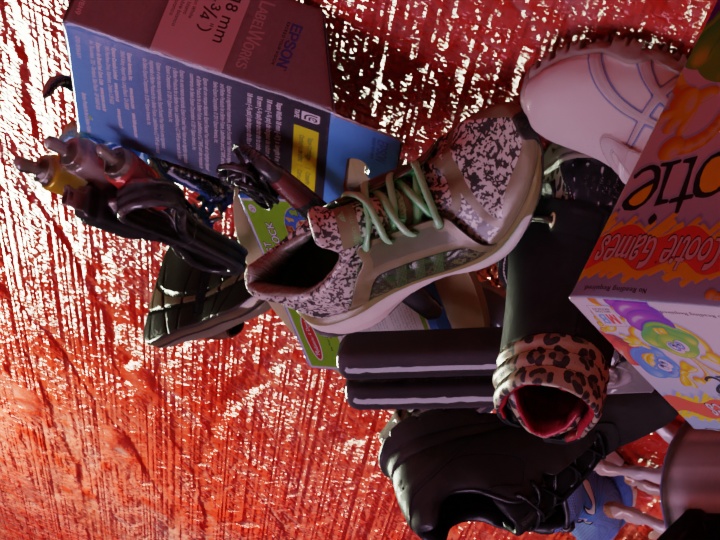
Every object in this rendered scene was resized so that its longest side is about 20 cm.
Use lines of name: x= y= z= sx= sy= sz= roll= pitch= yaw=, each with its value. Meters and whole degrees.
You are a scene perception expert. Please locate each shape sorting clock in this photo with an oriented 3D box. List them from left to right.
shape sorting clock: x=0.000 y=0.000 z=1.504 sx=0.199 sy=0.039 sz=0.201 roll=23 pitch=137 yaw=23

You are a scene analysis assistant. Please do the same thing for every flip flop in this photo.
flip flop: x=-0.097 y=0.017 z=1.696 sx=0.057 sy=0.082 sz=0.200 roll=23 pitch=159 yaw=-30

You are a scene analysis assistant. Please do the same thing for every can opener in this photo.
can opener: x=0.088 y=0.047 z=1.434 sx=0.199 sy=0.067 sz=0.054 roll=-2 pitch=131 yaw=15

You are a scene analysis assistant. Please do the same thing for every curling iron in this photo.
curling iron: x=-0.012 y=-0.022 z=1.385 sx=0.200 sy=0.026 sz=0.049 roll=34 pitch=173 yaw=-40

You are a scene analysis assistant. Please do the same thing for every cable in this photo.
cable: x=-0.119 y=-0.041 z=1.469 sx=0.097 sy=0.051 sz=0.200 roll=-2 pitch=167 yaw=34

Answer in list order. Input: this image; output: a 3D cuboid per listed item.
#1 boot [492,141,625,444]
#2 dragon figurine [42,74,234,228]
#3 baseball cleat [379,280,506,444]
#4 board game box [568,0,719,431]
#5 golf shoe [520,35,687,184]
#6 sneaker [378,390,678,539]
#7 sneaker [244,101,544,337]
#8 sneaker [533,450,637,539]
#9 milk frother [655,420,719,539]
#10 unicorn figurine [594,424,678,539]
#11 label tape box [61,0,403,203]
boot: x=0.102 y=0.022 z=1.304 sx=0.073 sy=0.154 sz=0.204 roll=16 pitch=159 yaw=-5
dragon figurine: x=-0.137 y=-0.079 z=1.520 sx=0.099 sy=0.059 sz=0.200 roll=21 pitch=162 yaw=16
baseball cleat: x=0.065 y=0.080 z=1.567 sx=0.070 sy=0.107 sz=0.200 roll=36 pitch=159 yaw=11
board game box: x=0.190 y=-0.041 z=0.981 sx=0.105 sy=0.201 sz=0.103 roll=4 pitch=149 yaw=48
golf shoe: x=0.150 y=-0.054 z=1.155 sx=0.199 sy=0.098 sz=0.078 roll=13 pitch=157 yaw=40
sneaker: x=0.115 y=0.123 z=1.521 sx=0.199 sy=0.091 sz=0.076 roll=-20 pitch=137 yaw=5
sneaker: x=0.015 y=-0.023 z=1.271 sx=0.200 sy=0.077 sz=0.088 roll=-37 pitch=157 yaw=33
sneaker: x=0.134 y=0.149 z=1.666 sx=0.078 sy=0.089 sz=0.200 roll=17 pitch=157 yaw=32
milk frother: x=0.245 y=0.098 z=1.377 sx=0.188 sy=0.180 sz=0.201 roll=-8 pitch=96 yaw=58
unicorn figurine: x=0.220 y=0.145 z=1.591 sx=0.137 sy=0.074 sz=0.200 roll=15 pitch=172 yaw=31
label tape box: x=-0.065 y=-0.103 z=1.357 sx=0.199 sy=0.064 sz=0.144 roll=19 pitch=159 yaw=4
